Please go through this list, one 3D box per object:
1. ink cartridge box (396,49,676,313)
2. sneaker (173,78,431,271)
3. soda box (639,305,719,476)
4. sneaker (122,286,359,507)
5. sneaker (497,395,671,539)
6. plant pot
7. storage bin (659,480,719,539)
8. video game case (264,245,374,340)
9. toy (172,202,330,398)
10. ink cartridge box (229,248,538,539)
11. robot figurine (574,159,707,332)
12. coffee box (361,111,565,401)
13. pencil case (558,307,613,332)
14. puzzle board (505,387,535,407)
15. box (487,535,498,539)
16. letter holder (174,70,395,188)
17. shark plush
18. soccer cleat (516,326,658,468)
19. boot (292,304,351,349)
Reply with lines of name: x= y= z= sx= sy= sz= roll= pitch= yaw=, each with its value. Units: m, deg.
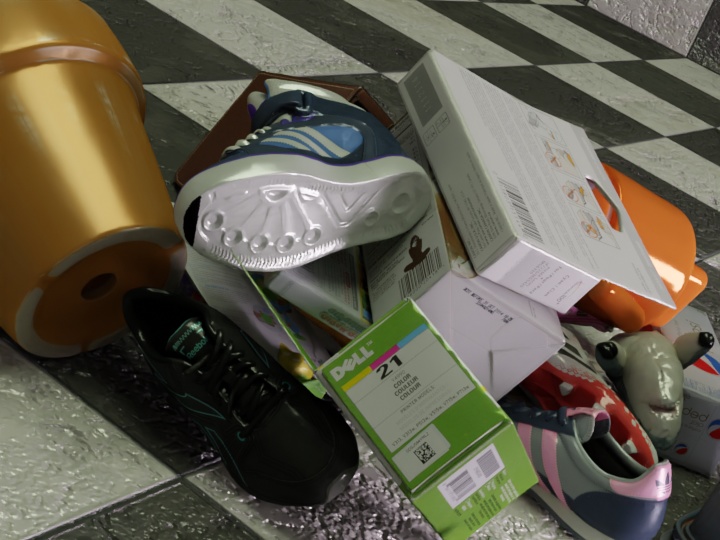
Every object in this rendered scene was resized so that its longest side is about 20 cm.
ink cartridge box: x=0.127 y=-0.055 z=1.054 sx=0.176 sy=0.045 sz=0.201 roll=22 pitch=35 yaw=-38
sneaker: x=-0.063 y=-0.073 z=0.984 sx=0.199 sy=0.081 sz=0.146 roll=-9 pitch=37 yaw=-35
soda box: x=0.275 y=0.092 z=1.255 sx=0.063 sy=0.068 sz=0.200 roll=22 pitch=22 yaw=-5
sneaker: x=-0.083 y=0.076 z=0.900 sx=0.200 sy=0.075 sz=0.079 roll=34 pitch=-13 yaw=36
sneaker: x=0.138 y=0.119 z=1.037 sx=0.200 sy=0.082 sz=0.070 roll=35 pitch=25 yaw=27
plant pot: x=-0.213 y=-0.050 z=0.963 sx=0.199 sy=0.200 sz=0.184 roll=-3 pitch=49 yaw=-48
storage bin: x=0.337 y=0.170 z=1.051 sx=0.145 sy=0.135 sz=0.199 roll=37 pitch=26 yaw=31
video game case: x=0.003 y=-0.012 z=1.074 sx=0.181 sy=0.023 sz=0.201 roll=32 pitch=29 yaw=-26
toy: x=-0.092 y=0.031 z=1.053 sx=0.115 sy=0.047 sz=0.200 roll=20 pitch=24 yaw=-50
ink cartridge box: x=0.015 y=0.063 z=0.908 sx=0.200 sy=0.076 sz=0.148 roll=52 pitch=-3 yaw=25
robot figurine: x=0.195 y=-0.024 z=1.186 sx=0.199 sy=0.145 sz=0.116 roll=27 pitch=-20 yaw=-29
coffee box: x=0.066 y=-0.015 z=1.054 sx=0.114 sy=0.080 sz=0.201 roll=33 pitch=29 yaw=-28
pencil case: x=0.160 y=0.008 z=1.278 sx=0.199 sy=0.083 sz=0.086 roll=6 pitch=17 yaw=-39
puzzle board: x=0.117 y=0.063 z=1.237 sx=0.150 sy=0.017 sz=0.200 roll=12 pitch=25 yaw=-29
box: x=0.103 y=0.237 z=0.787 sx=0.155 sy=0.041 sz=0.200 roll=28 pitch=21 yaw=13
letter holder: x=-0.059 y=-0.082 z=1.252 sx=0.101 sy=0.142 sz=0.200 roll=46 pitch=-13 yaw=-28
shark plush: x=0.216 y=0.094 z=1.179 sx=0.090 sy=0.084 sz=0.200 roll=-6 pitch=1 yaw=-13
soccer cleat: x=0.160 y=0.087 z=1.125 sx=0.200 sy=0.069 sz=0.085 roll=40 pitch=37 yaw=21
boot: x=0.000 y=0.001 z=1.138 sx=0.144 sy=0.071 sz=0.202 roll=39 pitch=22 yaw=-25
